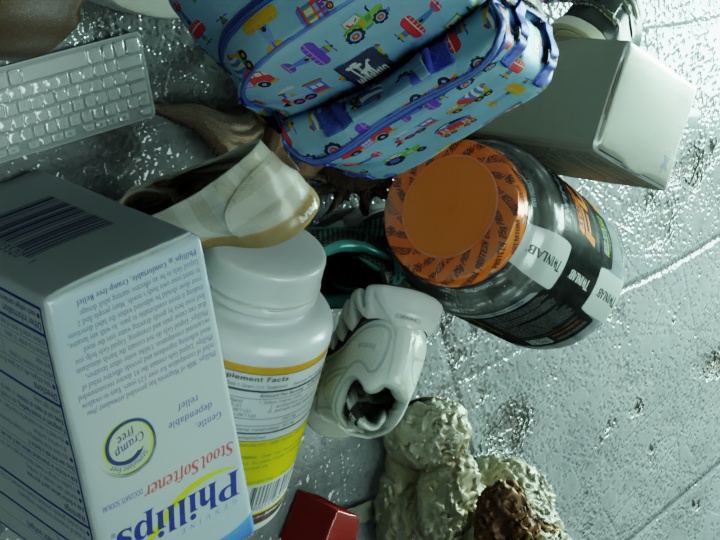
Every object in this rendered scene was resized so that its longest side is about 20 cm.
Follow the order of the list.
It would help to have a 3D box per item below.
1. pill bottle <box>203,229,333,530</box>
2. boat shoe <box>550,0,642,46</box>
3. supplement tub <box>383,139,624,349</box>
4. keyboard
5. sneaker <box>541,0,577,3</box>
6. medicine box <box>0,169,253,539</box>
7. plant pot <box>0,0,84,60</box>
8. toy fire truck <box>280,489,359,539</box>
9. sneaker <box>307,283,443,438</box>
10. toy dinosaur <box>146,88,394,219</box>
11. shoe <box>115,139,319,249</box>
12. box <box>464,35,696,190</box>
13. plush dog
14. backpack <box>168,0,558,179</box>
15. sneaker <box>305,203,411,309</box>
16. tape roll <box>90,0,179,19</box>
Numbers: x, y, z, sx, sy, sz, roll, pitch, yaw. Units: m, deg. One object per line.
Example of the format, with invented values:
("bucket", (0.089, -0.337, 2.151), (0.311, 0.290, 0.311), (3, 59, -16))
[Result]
("pill bottle", (-0.082, 0.067, 1.022), (0.109, 0.109, 0.200), (-11, 129, -39))
("boat shoe", (0.180, -0.141, 1.214), (0.068, 0.072, 0.200), (-53, 160, -23))
("supplement tub", (0.101, -0.018, 1.110), (0.200, 0.122, 0.123), (25, 86, -61))
("keyboard", (-0.212, -0.096, 0.957), (0.200, 0.011, 0.056), (-22, 118, -36))
("sneaker", (0.116, -0.214, 1.179), (0.200, 0.073, 0.114), (27, 89, -33))
("medicine box", (-0.168, 0.064, 0.929), (0.103, 0.182, 0.200), (-26, 119, -33))
("plant pot", (-0.245, -0.186, 0.788), (0.198, 0.200, 0.200), (-1, 104, -50))
("toy fire truck", (-0.090, 0.256, 1.153), (0.141, 0.049, 0.200), (19, 91, -44))
("sneaker", (-0.003, 0.082, 1.095), (0.075, 0.200, 0.081), (11, 62, -11))
("toy dinosaur", (-0.040, -0.088, 1.069), (0.200, 0.086, 0.136), (-15, 120, -32))
("shoe", (-0.109, -0.039, 0.949), (0.053, 0.200, 0.070), (49, 51, -29))
("box", (0.124, -0.116, 1.118), (0.095, 0.200, 0.078), (23, 83, -45))
("plush dog", (0.097, 0.210, 1.220), (0.200, 0.172, 0.161), (42, 76, -42))
("backpack", (0.000, -0.143, 0.879), (0.135, 0.182, 0.200), (66, 17, 14))
("sneaker", (0.000, 0.000, 1.122), (0.200, 0.091, 0.078), (-9, 111, -40))
("tape roll", (-0.120, -0.255, 0.971), (0.203, 0.037, 0.203), (-14, 112, -38))
